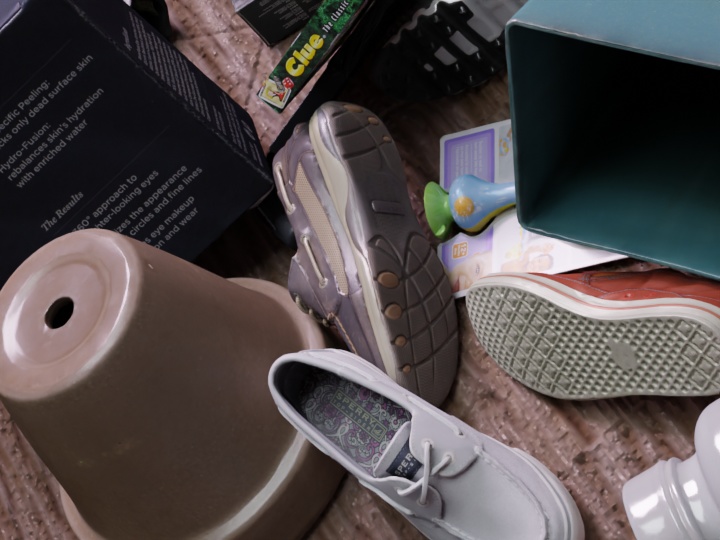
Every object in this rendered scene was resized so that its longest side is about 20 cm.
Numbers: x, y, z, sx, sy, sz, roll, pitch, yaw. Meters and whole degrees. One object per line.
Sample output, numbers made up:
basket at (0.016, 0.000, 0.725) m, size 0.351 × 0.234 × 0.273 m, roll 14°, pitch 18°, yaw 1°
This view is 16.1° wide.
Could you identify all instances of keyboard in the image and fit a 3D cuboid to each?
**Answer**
keyboard at (0.006, -0.150, 1.606) m, size 0.200 × 0.021 × 0.127 m, roll -55°, pitch 1°, yaw -6°

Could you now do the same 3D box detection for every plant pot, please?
plant pot at (-0.127, 0.068, 1.486) m, size 0.200 × 0.175 × 0.200 m, roll -20°, pitch 50°, yaw 26°
plant pot at (0.186, -0.120, 1.381) m, size 0.141 × 0.141 × 0.200 m, roll 15°, pitch 46°, yaw 23°

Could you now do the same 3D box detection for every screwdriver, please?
screwdriver at (-0.077, -0.071, 1.653) m, size 0.028 × 0.029 × 0.200 m, roll -43°, pitch 45°, yaw 3°

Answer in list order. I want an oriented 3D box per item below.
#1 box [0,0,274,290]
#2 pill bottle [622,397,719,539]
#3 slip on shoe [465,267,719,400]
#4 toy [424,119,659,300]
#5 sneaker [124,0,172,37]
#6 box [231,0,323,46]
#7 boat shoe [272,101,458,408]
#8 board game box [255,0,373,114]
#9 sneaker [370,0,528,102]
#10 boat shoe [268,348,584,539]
box at (-0.195, -0.070, 1.589) m, size 0.197 × 0.200 × 0.117 m, roll -43°, pitch 26°, yaw 12°
pill bottle at (0.234, 0.093, 1.242) m, size 0.200 × 0.111 × 0.111 m, roll -31°, pitch 46°, yaw 15°
slip on shoe at (0.140, 0.030, 1.399) m, size 0.200 × 0.074 × 0.061 m, roll 3°, pitch 27°, yaw 45°
toy at (0.124, -0.059, 1.476) m, size 0.200 × 0.047 × 0.115 m, roll -16°, pitch 57°, yaw 30°
sneaker at (-0.176, -0.176, 1.783) m, size 0.083 × 0.071 × 0.200 m, roll -26°, pitch 47°, yaw 1°
box at (-0.009, -0.266, 1.731) m, size 0.200 × 0.044 × 0.160 m, roll -32°, pitch 46°, yaw 14°
boat shoe at (0.000, 0.000, 1.500) m, size 0.073 × 0.074 × 0.200 m, roll -31°, pitch 63°, yaw 36°
board game box at (-0.008, -0.164, 1.570) m, size 0.105 × 0.023 × 0.200 m, roll -55°, pitch 2°, yaw 19°
sneaker at (0.086, -0.184, 1.590) m, size 0.200 × 0.066 × 0.091 m, roll -40°, pitch 29°, yaw 16°
boat shoe at (0.032, 0.102, 1.385) m, size 0.200 × 0.069 × 0.072 m, roll 40°, pitch 102°, yaw 27°
